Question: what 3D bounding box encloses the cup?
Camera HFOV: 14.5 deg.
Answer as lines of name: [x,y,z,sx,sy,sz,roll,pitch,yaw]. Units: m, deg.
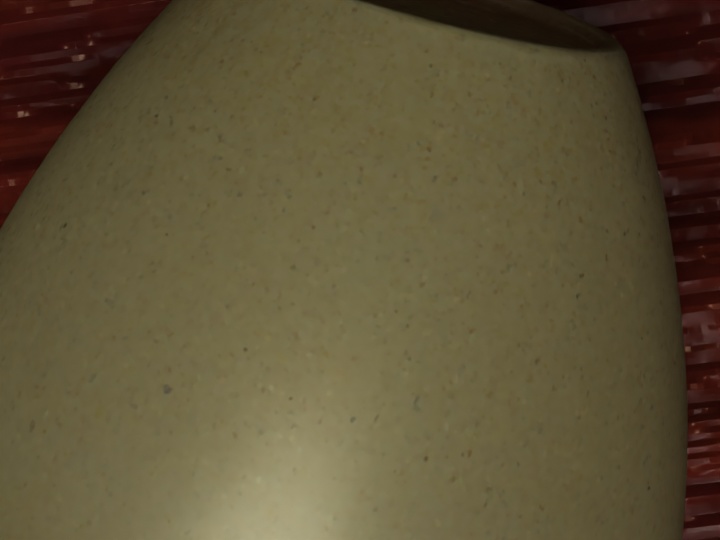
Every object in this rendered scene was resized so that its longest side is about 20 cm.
cup: [0.000,0.000,0.704,0.199,0.200,0.144,16,103,2]
